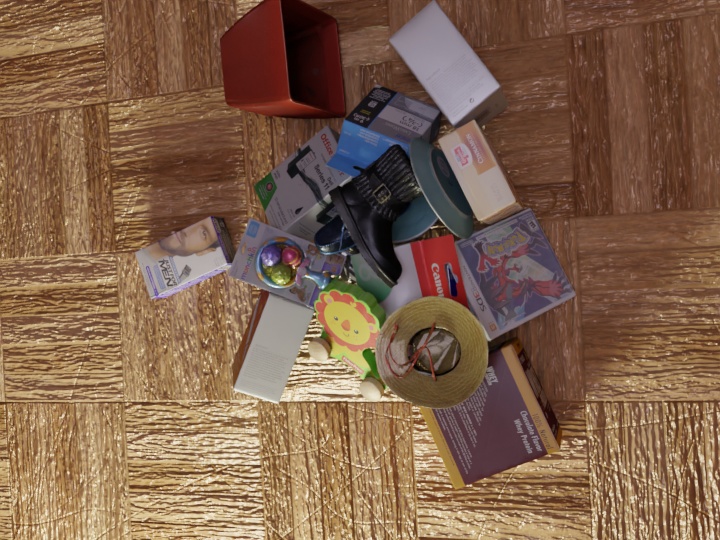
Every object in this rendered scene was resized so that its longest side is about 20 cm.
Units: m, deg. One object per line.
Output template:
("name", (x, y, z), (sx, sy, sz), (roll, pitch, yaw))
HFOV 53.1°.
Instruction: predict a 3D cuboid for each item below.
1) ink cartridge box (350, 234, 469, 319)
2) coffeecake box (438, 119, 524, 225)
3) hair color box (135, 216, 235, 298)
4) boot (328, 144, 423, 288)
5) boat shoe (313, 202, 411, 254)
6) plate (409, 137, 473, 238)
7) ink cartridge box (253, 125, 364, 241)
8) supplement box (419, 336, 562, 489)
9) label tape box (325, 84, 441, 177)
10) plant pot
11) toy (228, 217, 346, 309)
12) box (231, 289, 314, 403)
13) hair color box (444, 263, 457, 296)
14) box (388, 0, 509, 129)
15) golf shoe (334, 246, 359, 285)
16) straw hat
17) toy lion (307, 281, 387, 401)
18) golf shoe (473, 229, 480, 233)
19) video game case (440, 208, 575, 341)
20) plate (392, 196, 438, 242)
("ink cartridge box", (0.087, 0.032, 1.294), (0.199, 0.050, 0.162), (-10, 96, 38))
("coffeecake box", (0.218, -0.166, 1.272), (0.073, 0.200, 0.154), (-27, 83, 16))
("hair color box", (-0.368, -0.026, 1.529), (0.199, 0.065, 0.110), (-23, 84, 15))
("boot", (0.056, -0.094, 1.238), (0.157, 0.079, 0.212), (-30, 88, 9))
("boat shoe", (-0.005, -0.107, 1.333), (0.199, 0.069, 0.084), (-35, 60, 2))
("plate", (0.151, -0.150, 1.260), (0.025, 0.200, 0.201), (-28, 83, 28))
("ink cartridge box", (-0.092, -0.161, 1.405), (0.199, 0.083, 0.147), (-37, 57, 15))
("supplement box", (0.232, 0.254, 1.309), (0.199, 0.133, 0.199), (-26, 83, 16))
("label tape box", (0.045, -0.248, 1.332), (0.143, 0.200, 0.064), (24, 141, 15))
("plant pot", (-0.160, -0.394, 1.400), (0.175, 0.200, 0.202), (-6, 89, 30))
("toy", (-0.131, -0.009, 1.340), (0.199, 0.047, 0.116), (22, 82, -14))
("box", (-0.175, 0.137, 1.424), (0.097, 0.124, 0.201), (20, 97, -15))
("hair color box", (0.134, 0.055, 1.351), (0.109, 0.065, 0.202), (-3, 95, 33))
("box", (0.164, -0.360, 1.310), (0.106, 0.152, 0.201), (-37, 81, 15))
("golf shoe", (0.000, 0.000, 1.418), (0.094, 0.078, 0.201), (-43, 77, 32))
("straw hat", (0.132, 0.139, 1.247), (0.199, 0.085, 0.203), (-1, 86, 22))
("toy lion", (-0.003, 0.119, 1.312), (0.199, 0.069, 0.192), (37, 135, 8))
("golf shoe", (0.234, 0.021, 1.328), (0.072, 0.092, 0.202), (-14, 85, 18))
("video game case", (0.267, 0.004, 1.296), (0.199, 0.023, 0.183), (-24, 83, -20))
("plate", (0.078, -0.146, 1.379), (0.199, 0.026, 0.202), (-8, 71, 23))
